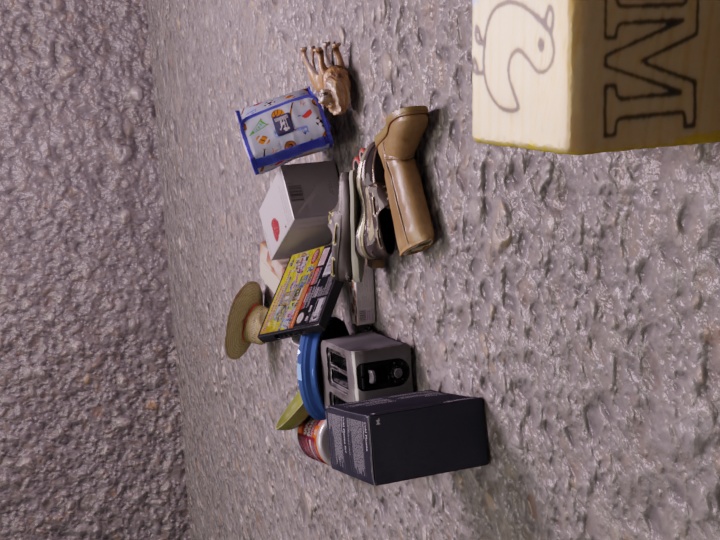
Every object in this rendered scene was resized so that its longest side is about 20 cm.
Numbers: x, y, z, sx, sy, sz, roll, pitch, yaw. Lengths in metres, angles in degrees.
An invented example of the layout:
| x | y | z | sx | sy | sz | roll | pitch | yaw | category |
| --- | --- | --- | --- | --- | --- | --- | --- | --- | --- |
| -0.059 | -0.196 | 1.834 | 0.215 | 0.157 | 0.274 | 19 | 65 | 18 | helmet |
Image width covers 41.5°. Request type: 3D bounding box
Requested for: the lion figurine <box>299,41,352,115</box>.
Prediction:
| x | y | z | sx | sy | sz | roll | pitch | yaw | category |
| --- | --- | --- | --- | --- | --- | --- | --- | --- | --- |
| -0.063 | -0.368 | 1.812 | 0.200 | 0.071 | 0.125 | -120 | 16 | -71 | lion figurine |

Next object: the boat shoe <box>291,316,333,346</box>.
| x | y | z | sx | sy | sz | roll | pitch | yaw | category |
| --- | --- | --- | --- | --- | --- | --- | --- | --- | --- |
| -0.094 | 0.144 | 2.016 | 0.200 | 0.066 | 0.075 | 152 | 109 | -66 | boat shoe |

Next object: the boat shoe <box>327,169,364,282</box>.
| x | y | z | sx | sy | sz | roll | pitch | yaw | category |
| --- | --- | --- | --- | --- | --- | --- | --- | --- | --- |
| -0.029 | -0.076 | 1.677 | 0.072 | 0.059 | 0.205 | -57 | -33 | -67 | boat shoe |

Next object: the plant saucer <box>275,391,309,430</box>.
| x | y | z | sx | sy | sz | roll | pitch | yaw | category |
| --- | --- | --- | --- | --- | --- | --- | --- | --- | --- |
| -0.102 | 0.258 | 1.969 | 0.031 | 0.201 | 0.200 | 40 | 154 | -4 | plant saucer |

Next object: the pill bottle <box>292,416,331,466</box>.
| x | y | z | sx | sy | sz | roll | pitch | yaw | category |
| --- | --- | --- | --- | --- | --- | --- | --- | --- | --- |
| -0.069 | 0.339 | 1.959 | 0.199 | 0.108 | 0.112 | 173 | 90 | -67 | pill bottle |

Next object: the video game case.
| x | y | z | sx | sy | sz | roll | pitch | yaw | category |
| --- | --- | --- | --- | --- | --- | --- | --- | --- | --- |
| -0.102 | 0.039 | 1.835 | 0.179 | 0.025 | 0.202 | -14 | 45 | 43 | video game case |

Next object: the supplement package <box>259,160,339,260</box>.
| x | y | z | sx | sy | sz | roll | pitch | yaw | category |
| --- | --- | --- | --- | --- | --- | --- | --- | --- | --- |
| -0.120 | -0.119 | 1.936 | 0.200 | 0.118 | 0.123 | 128 | 130 | -60 | supplement package |

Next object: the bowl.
| x | y | z | sx | sy | sz | roll | pitch | yaw | category |
| --- | --- | --- | --- | --- | --- | --- | --- | --- | --- |
| -0.063 | 0.185 | 1.838 | 0.200 | 0.039 | 0.205 | -3 | -90 | -68 | bowl |

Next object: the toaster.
| x | y | z | sx | sy | sz | roll | pitch | yaw | category |
| --- | --- | --- | --- | --- | --- | --- | --- | --- | --- |
| 0.012 | 0.208 | 1.715 | 0.199 | 0.117 | 0.185 | -166 | 72 | -66 | toaster |

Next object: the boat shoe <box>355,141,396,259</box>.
| x | y | z | sx | sy | sz | roll | pitch | yaw | category |
| --- | --- | --- | --- | --- | --- | --- | --- | --- | --- |
| 0.041 | -0.118 | 1.634 | 0.072 | 0.074 | 0.204 | 8 | 102 | 40 | boat shoe |

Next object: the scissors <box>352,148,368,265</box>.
| x | y | z | sx | sy | sz | roll | pitch | yaw | category |
| --- | --- | --- | --- | --- | --- | --- | --- | --- | --- |
| 0.010 | -0.113 | 1.686 | 0.073 | 0.014 | 0.204 | 167 | 98 | -68 | scissors |

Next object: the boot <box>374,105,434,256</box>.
| x | y | z | sx | sy | sz | roll | pitch | yaw | category |
| --- | --- | --- | --- | --- | --- | --- | --- | --- | --- |
| 0.085 | -0.142 | 1.517 | 0.175 | 0.065 | 0.204 | 134 | 125 | -72 | boot |

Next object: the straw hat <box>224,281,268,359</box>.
| x | y | z | sx | sy | sz | roll | pitch | yaw | category |
| --- | --- | --- | --- | --- | --- | --- | --- | --- | --- |
| -0.256 | 0.136 | 2.377 | 0.084 | 0.201 | 0.205 | 15 | 117 | 21 | straw hat |

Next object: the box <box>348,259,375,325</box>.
| x | y | z | sx | sy | sz | roll | pitch | yaw | category |
| --- | --- | --- | --- | --- | --- | --- | --- | --- | --- |
| 0.000 | 0.000 | 1.784 | 0.039 | 0.041 | 0.204 | -163 | 67 | -65 | box |

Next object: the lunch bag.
| x | y | z | sx | sy | sz | roll | pitch | yaw | category |
| --- | --- | --- | --- | --- | --- | --- | --- | --- | --- |
| -0.146 | -0.266 | 1.829 | 0.201 | 0.167 | 0.126 | -114 | 5 | -61 | lunch bag |

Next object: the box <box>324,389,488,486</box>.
| x | y | z | sx | sy | sz | roll | pitch | yaw | category |
| --- | --- | --- | --- | --- | --- | --- | --- | --- | --- |
| 0.069 | 0.256 | 1.483 | 0.182 | 0.196 | 0.106 | 170 | 94 | -68 | box |

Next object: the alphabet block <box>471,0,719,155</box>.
| x | y | z | sx | sy | sz | roll | pitch | yaw | category |
| --- | --- | --- | --- | --- | --- | --- | --- | --- | --- |
| 0.235 | -0.229 | 0.950 | 0.195 | 0.193 | 0.204 | -155 | 61 | -66 | alphabet block |

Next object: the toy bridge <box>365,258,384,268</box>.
| x | y | z | sx | sy | sz | roll | pitch | yaw | category |
| --- | --- | --- | --- | --- | --- | --- | --- | --- | --- |
| 0.020 | -0.109 | 1.718 | 0.067 | 0.027 | 0.204 | -153 | 60 | -64 | toy bridge |

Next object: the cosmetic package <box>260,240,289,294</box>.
| x | y | z | sx | sy | sz | roll | pitch | yaw | category |
| --- | --- | --- | --- | --- | --- | --- | --- | --- | --- |
| -0.141 | 0.005 | 2.049 | 0.200 | 0.102 | 0.089 | -138 | 44 | -56 | cosmetic package |
